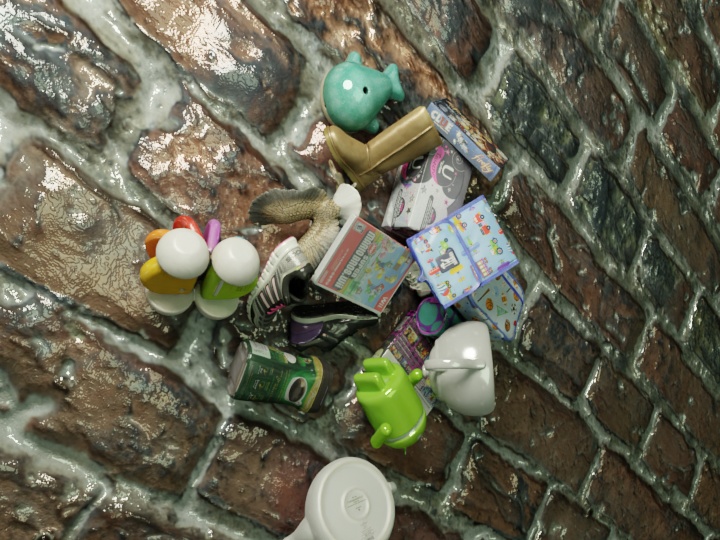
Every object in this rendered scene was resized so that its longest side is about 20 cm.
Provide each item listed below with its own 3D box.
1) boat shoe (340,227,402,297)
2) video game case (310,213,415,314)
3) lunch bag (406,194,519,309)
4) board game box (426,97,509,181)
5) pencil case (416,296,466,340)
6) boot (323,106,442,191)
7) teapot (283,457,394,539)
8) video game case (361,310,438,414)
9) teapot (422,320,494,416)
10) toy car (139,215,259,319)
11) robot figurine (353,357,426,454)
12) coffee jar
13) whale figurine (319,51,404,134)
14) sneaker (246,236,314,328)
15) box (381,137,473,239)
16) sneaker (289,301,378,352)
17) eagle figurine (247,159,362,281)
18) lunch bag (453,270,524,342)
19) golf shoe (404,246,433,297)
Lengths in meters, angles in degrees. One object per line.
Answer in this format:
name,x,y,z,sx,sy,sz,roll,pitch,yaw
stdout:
boat shoe,0.000,0.000,1.098,0.197,0.084,0.070,36,58,-13
video game case,0.012,-0.006,1.012,0.197,0.017,0.145,27,100,-44
lunch bag,0.189,-0.028,1.055,0.196,0.094,0.154,-28,85,-17
board game box,0.232,-0.287,1.144,0.200,0.035,0.135,45,31,3
pencil case,0.215,0.126,1.207,0.197,0.084,0.095,26,87,-42
boot,0.044,-0.262,1.031,0.195,0.068,0.175,-28,144,14
teapot,-0.029,0.488,1.070,0.195,0.147,0.201,27,49,-6
video game case,0.117,0.229,1.203,0.182,0.035,0.202,-47,114,-20
teapot,0.196,0.201,1.083,0.140,0.200,0.206,-4,121,9
toy car,-0.271,-0.018,0.901,0.194,0.176,0.155,8,53,-30
robot figurine,0.064,0.276,1.091,0.176,0.113,0.204,-50,118,-44
coffee jar,-0.148,0.205,1.011,0.195,0.085,0.107,20,99,-30
whale figurine,0.015,-0.358,1.059,0.195,0.103,0.165,-24,105,-26
sneaker,-0.142,0.043,0.958,0.073,0.087,0.203,-22,149,-55
box,0.147,-0.169,1.146,0.129,0.113,0.208,20,83,-30
sneaker,-0.056,0.119,1.083,0.193,0.075,0.091,0,109,-27
eagle figurine,-0.093,-0.092,0.998,0.196,0.152,0.154,-30,143,-21
lunch bag,0.284,0.047,1.174,0.200,0.074,0.163,46,58,-27
golf shoe,0.129,0.006,1.175,0.195,0.075,0.095,21,87,-29
